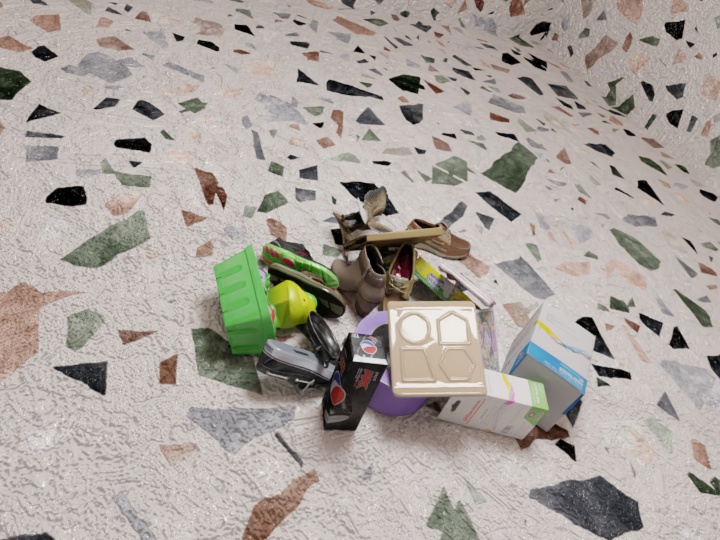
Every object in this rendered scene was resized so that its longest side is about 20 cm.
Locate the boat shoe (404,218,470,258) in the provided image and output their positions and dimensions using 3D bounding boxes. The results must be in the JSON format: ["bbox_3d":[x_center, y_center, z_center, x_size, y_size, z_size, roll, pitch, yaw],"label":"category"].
[{"bbox_3d":[0.215,-0.089,1.551,0.194,0.073,0.077,13,40,-12],"label":"boat shoe"}]

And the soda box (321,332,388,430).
[{"bbox_3d":[-0.015,0.204,1.021,0.069,0.203,0.064,7,40,-16],"label":"soda box"}]

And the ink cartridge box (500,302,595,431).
[{"bbox_3d":[0.408,0.207,1.255,0.143,0.149,0.200,33,40,8],"label":"ink cartridge box"}]

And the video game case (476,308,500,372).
[{"bbox_3d":[0.240,0.160,1.227,0.197,0.018,0.148,0,84,-47],"label":"video game case"}]

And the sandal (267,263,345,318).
[{"bbox_3d":[-0.113,0.032,1.256,0.198,0.081,0.058,31,44,11],"label":"sandal"}]

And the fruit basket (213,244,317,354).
[{"bbox_3d":[-0.183,0.062,1.157,0.208,0.158,0.220,0,48,0],"label":"fruit basket"}]

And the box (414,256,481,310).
[{"bbox_3d":[0.214,0.054,1.372,0.199,0.049,0.117,40,4,22],"label":"box"}]

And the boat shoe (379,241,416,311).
[{"bbox_3d":[0.085,0.029,1.305,0.072,0.067,0.206,9,71,6],"label":"boat shoe"}]

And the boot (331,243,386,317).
[{"bbox_3d":[0.000,0.000,1.294,0.069,0.149,0.202,-9,49,-31],"label":"boot"}]

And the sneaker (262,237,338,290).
[{"bbox_3d":[-0.131,-0.022,1.314,0.196,0.078,0.084,30,42,6],"label":"sneaker"}]

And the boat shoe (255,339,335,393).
[{"bbox_3d":[-0.110,0.195,1.085,0.197,0.069,0.073,27,4,-41],"label":"boat shoe"}]

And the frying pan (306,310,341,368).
[{"bbox_3d":[-0.067,0.158,1.133,0.115,0.031,0.192,50,12,-38],"label":"frying pan"}]

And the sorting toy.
[{"bbox_3d":[0.144,0.151,1.105,0.179,0.037,0.205,0,58,-4],"label":"sorting toy"}]

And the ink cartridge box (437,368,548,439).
[{"bbox_3d":[0.261,0.264,1.150,0.194,0.119,0.068,15,42,-9],"label":"ink cartridge box"}]

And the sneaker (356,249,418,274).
[{"bbox_3d":[0.067,-0.027,1.413,0.084,0.076,0.197,33,31,34],"label":"sneaker"}]

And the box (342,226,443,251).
[{"bbox_3d":[0.074,-0.072,1.339,0.194,0.163,0.022,-6,86,-22],"label":"box"}]

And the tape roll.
[{"bbox_3d":[0.068,0.188,1.171,0.194,0.086,0.203,14,40,-11],"label":"tape roll"}]

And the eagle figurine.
[{"bbox_3d":[0.029,-0.128,1.468,0.195,0.156,0.151,-11,29,-27],"label":"eagle figurine"}]

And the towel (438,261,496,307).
[{"bbox_3d":[0.251,0.040,1.333,0.145,0.030,0.199,39,6,15],"label":"towel"}]
